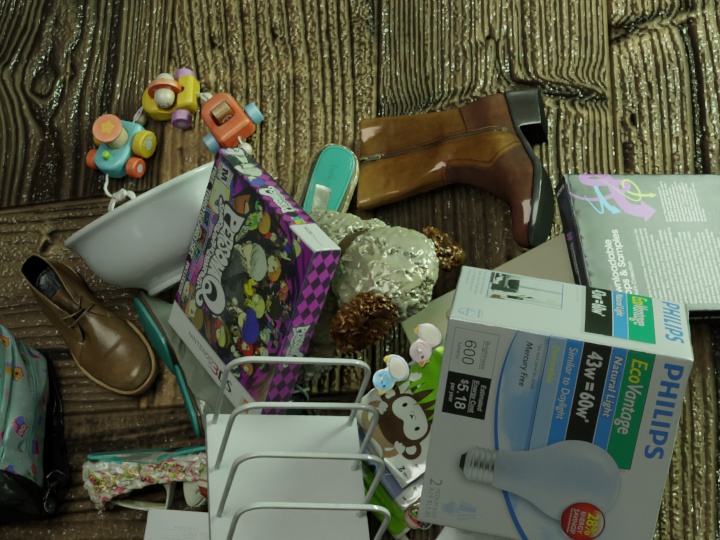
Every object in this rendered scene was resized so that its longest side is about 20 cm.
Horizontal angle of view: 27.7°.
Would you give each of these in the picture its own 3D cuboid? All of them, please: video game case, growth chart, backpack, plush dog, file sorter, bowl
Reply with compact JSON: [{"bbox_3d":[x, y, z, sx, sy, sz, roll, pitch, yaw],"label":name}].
[{"bbox_3d":[-0.104,0.016,1.359,0.181,0.036,0.201,46,127,40],"label":"video game case"},{"bbox_3d":[0.061,0.144,1.346,0.145,0.018,0.200,43,99,0],"label":"growth chart"},{"bbox_3d":[-0.384,0.152,1.482,0.166,0.127,0.201,-8,62,18],"label":"backpack"},{"bbox_3d":[0.000,0.000,1.363,0.171,0.161,0.200,7,42,43],"label":"plush dog"},{"bbox_3d":[-0.052,0.183,1.226,0.138,0.125,0.201,3,53,-13],"label":"file sorter"},{"bbox_3d":[-0.191,-0.034,1.484,0.200,0.201,0.091,-26,92,6],"label":"bowl"}]

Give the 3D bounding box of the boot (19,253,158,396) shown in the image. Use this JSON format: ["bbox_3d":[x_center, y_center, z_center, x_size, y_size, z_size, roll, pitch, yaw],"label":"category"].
[{"bbox_3d":[-0.288,0.056,1.519,0.074,0.075,0.200,-46,62,-4],"label":"boot"}]

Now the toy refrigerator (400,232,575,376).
[{"bbox_3d":[0.143,0.036,1.387,0.199,0.076,0.070,-28,62,6],"label":"toy refrigerator"}]

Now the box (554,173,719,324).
[{"bbox_3d":[0.285,-0.020,1.336,0.199,0.036,0.144,0,63,-16],"label":"box"}]

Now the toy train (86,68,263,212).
[{"bbox_3d":[-0.213,-0.151,1.589,0.200,0.056,0.150,-33,56,3],"label":"toy train"}]

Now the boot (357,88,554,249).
[{"bbox_3d":[0.088,-0.091,1.464,0.199,0.068,0.189,-10,65,15],"label":"boot"}]

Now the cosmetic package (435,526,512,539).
[{"bbox_3d":[0.108,0.317,1.290,0.151,0.052,0.200,30,80,29],"label":"cosmetic package"}]

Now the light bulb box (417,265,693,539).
[{"bbox_3d":[0.164,0.120,1.240,0.199,0.125,0.199,9,112,6],"label":"light bulb box"}]

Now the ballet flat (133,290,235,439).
[{"bbox_3d":[-0.167,0.088,1.471,0.063,0.068,0.200,-21,49,-14],"label":"ballet flat"}]

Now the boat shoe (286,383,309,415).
[{"bbox_3d":[-0.084,0.107,1.431,0.060,0.076,0.200,-31,62,10],"label":"boat shoe"}]

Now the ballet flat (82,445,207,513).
[{"bbox_3d":[-0.180,0.202,1.432,0.199,0.076,0.064,-9,85,22],"label":"ballet flat"}]

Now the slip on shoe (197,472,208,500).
[{"bbox_3d":[-0.081,0.252,1.299,0.200,0.074,0.061,42,86,23],"label":"slip on shoe"}]

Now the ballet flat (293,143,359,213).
[{"bbox_3d":[-0.053,-0.033,1.488,0.070,0.065,0.201,26,71,1],"label":"ballet flat"}]

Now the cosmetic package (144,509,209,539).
[{"bbox_3d":[-0.112,0.307,1.358,0.199,0.052,0.151,1,65,18],"label":"cosmetic package"}]
